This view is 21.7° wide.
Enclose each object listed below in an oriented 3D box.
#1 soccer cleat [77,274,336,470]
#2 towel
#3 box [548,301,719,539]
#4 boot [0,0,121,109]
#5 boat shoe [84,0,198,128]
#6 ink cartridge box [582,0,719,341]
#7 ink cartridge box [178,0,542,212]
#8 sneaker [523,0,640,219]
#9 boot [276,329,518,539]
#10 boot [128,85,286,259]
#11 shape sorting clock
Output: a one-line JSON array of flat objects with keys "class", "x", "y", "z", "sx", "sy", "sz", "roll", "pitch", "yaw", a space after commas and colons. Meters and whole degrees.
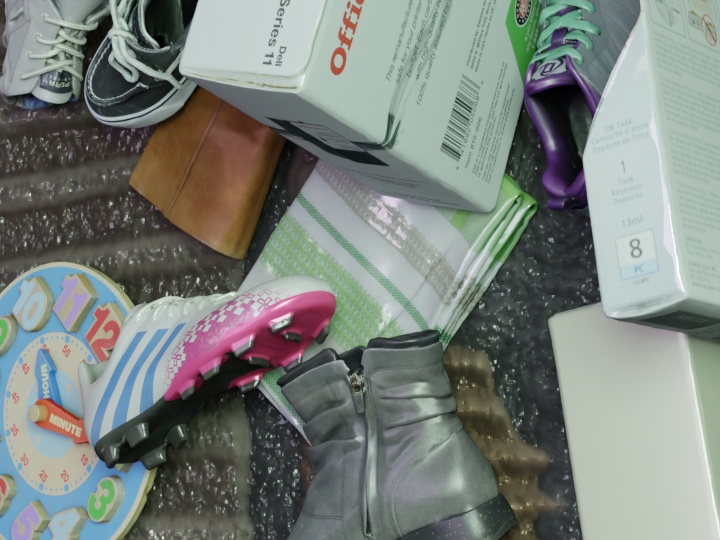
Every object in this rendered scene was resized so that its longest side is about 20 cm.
[{"class": "soccer cleat", "x": -0.100, "y": 0.041, "z": 1.104, "sx": 0.200, "sy": 0.070, "sz": 0.087, "roll": -36, "pitch": 62, "yaw": 30}, {"class": "towel", "x": 0.000, "y": 0.000, "z": 1.091, "sx": 0.149, "sy": 0.031, "sz": 0.201, "roll": 43, "pitch": 110, "yaw": 33}, {"class": "box", "x": 0.155, "y": 0.113, "z": 0.928, "sx": 0.082, "sy": 0.068, "sz": 0.201, "roll": -15, "pitch": 74, "yaw": 36}, {"class": "boot", "x": -0.184, "y": -0.154, "z": 1.201, "sx": 0.200, "sy": 0.073, "sz": 0.096, "roll": 169, "pitch": 107, "yaw": -67}, {"class": "boat shoe", "x": -0.117, "y": -0.143, "z": 1.108, "sx": 0.199, "sy": 0.068, "sz": 0.074, "roll": -25, "pitch": 75, "yaw": 43}, {"class": "ink cartridge box", "x": 0.157, "y": -0.070, "z": 0.891, "sx": 0.047, "sy": 0.160, "sz": 0.201, "roll": -17, "pitch": 74, "yaw": 34}, {"class": "ink cartridge box", "x": 0.009, "y": -0.131, "z": 0.975, "sx": 0.083, "sy": 0.200, "sz": 0.148, "roll": 11, "pitch": 80, "yaw": 34}, {"class": "sneaker", "x": 0.119, "y": -0.122, "z": 0.974, "sx": 0.074, "sy": 0.087, "sz": 0.201, "roll": -16, "pitch": 74, "yaw": 36}, {"class": "boot", "x": -0.017, "y": 0.115, "z": 1.046, "sx": 0.199, "sy": 0.070, "sz": 0.132, "roll": -26, "pitch": 88, "yaw": 21}, {"class": "boot", "x": -0.094, "y": -0.136, "z": 1.179, "sx": 0.188, "sy": 0.068, "sz": 0.201, "roll": 39, "pitch": 116, "yaw": 27}, {"class": "shape sorting clock", "x": -0.201, "y": 0.095, "z": 1.233, "sx": 0.199, "sy": 0.039, "sz": 0.202, "roll": -6, "pitch": 80, "yaw": 38}]
